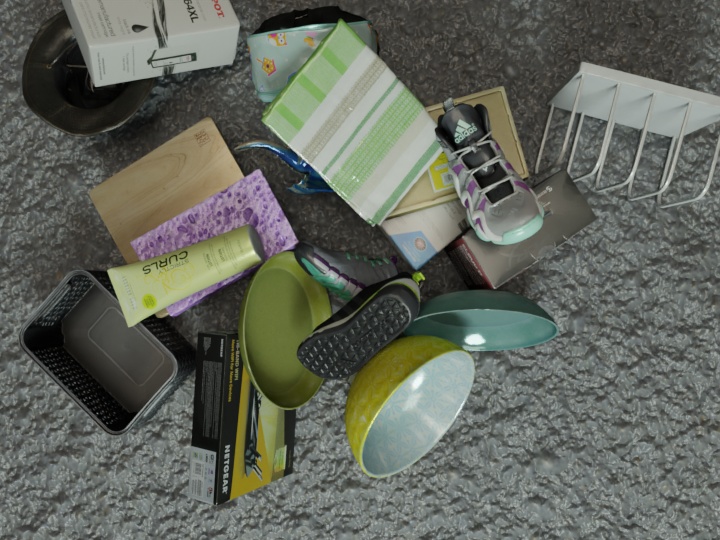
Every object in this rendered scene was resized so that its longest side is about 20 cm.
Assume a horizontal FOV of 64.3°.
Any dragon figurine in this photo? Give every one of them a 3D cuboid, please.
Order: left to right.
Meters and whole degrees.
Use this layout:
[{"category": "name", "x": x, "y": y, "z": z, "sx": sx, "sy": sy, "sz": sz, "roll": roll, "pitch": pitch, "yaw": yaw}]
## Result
[{"category": "dragon figurine", "x": -0.064, "y": -0.131, "z": 0.763, "sx": 0.197, "sy": 0.058, "sz": 0.102, "roll": -11, "pitch": 102, "yaw": -36}]

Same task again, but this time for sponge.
[{"category": "sponge", "x": -0.191, "y": -0.036, "z": 0.758, "sx": 0.198, "sy": 0.030, "sz": 0.113, "roll": -29, "pitch": 88, "yaw": 0}]

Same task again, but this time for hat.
[{"category": "hat", "x": -0.374, "y": -0.268, "z": 0.815, "sx": 0.196, "sy": 0.081, "sz": 0.205, "roll": 2, "pitch": 73, "yaw": -6}]

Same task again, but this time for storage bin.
[{"category": "storage bin", "x": -0.344, "y": 0.109, "z": 0.794, "sx": 0.200, "sy": 0.094, "sz": 0.135, "roll": 43, "pitch": 90, "yaw": 3}]

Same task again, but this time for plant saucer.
[{"category": "plant saucer", "x": -0.099, "y": 0.078, "z": 0.752, "sx": 0.031, "sy": 0.199, "sz": 0.204, "roll": -5, "pitch": 88, "yaw": 27}, {"category": "plant saucer", "x": 0.153, "y": 0.064, "z": 0.740, "sx": 0.196, "sy": 0.201, "sz": 0.037, "roll": 3, "pitch": 69, "yaw": 1}]

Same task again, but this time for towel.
[{"category": "towel", "x": -0.002, "y": -0.169, "z": 0.684, "sx": 0.199, "sy": 0.031, "sz": 0.150, "roll": 40, "pitch": 93, "yaw": -28}]

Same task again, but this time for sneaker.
[{"category": "sneaker", "x": 0.000, "y": 0.000, "z": 0.784, "sx": 0.199, "sy": 0.074, "sz": 0.088, "roll": 37, "pitch": 76, "yaw": -29}, {"category": "sneaker", "x": 0.005, "y": 0.068, "z": 0.721, "sx": 0.199, "sy": 0.083, "sz": 0.072, "roll": -33, "pitch": 105, "yaw": 29}, {"category": "sneaker", "x": 0.125, "y": -0.125, "z": 0.628, "sx": 0.077, "sy": 0.201, "sz": 0.141, "roll": -29, "pitch": 124, "yaw": 4}]

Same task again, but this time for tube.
[{"category": "tube", "x": -0.219, "y": 0.002, "z": 0.721, "sx": 0.197, "sy": 0.052, "sz": 0.059, "roll": -21, "pitch": 50, "yaw": 6}]

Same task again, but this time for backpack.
[{"category": "backpack", "x": -0.059, "y": -0.262, "z": 0.748, "sx": 0.172, "sy": 0.200, "sz": 0.157, "roll": -4, "pitch": 105, "yaw": 0}]

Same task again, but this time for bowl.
[{"category": "bowl", "x": 0.046, "y": 0.157, "z": 0.759, "sx": 0.201, "sy": 0.200, "sz": 0.107, "roll": -50, "pitch": 53, "yaw": -1}]

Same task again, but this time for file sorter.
[{"category": "file sorter", "x": 0.353, "y": -0.171, "z": 0.766, "sx": 0.196, "sy": 0.139, "sz": 0.127, "roll": 14, "pitch": 91, "yaw": 2}]

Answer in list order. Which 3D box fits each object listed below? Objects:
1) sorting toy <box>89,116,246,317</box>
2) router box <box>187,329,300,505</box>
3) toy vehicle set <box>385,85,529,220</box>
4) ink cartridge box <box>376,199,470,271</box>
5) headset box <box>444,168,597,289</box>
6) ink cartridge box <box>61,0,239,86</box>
[{"category": "sorting toy", "x": -0.239, "y": -0.071, "z": 0.810, "sx": 0.198, "sy": 0.070, "sz": 0.201, "roll": -31, "pitch": 88, "yaw": 0}, {"category": "router box", "x": -0.147, "y": 0.180, "z": 0.753, "sx": 0.051, "sy": 0.156, "sz": 0.205, "roll": 2, "pitch": 88, "yaw": 29}, {"category": "toy vehicle set", "x": 0.110, "y": -0.154, "z": 0.759, "sx": 0.196, "sy": 0.027, "sz": 0.127, "roll": -15, "pitch": 86, "yaw": 1}, {"category": "ink cartridge box", "x": 0.117, "y": -0.106, "z": 0.803, "sx": 0.199, "sy": 0.067, "sz": 0.116, "roll": -39, "pitch": 86, "yaw": 0}, {"category": "headset box", "x": 0.197, "y": -0.045, "z": 0.733, "sx": 0.147, "sy": 0.200, "sz": 0.076, "roll": -34, "pitch": 87, "yaw": 1}, {"category": "ink cartridge box", "x": -0.281, "y": -0.347, "z": 0.767, "sx": 0.197, "sy": 0.084, "sz": 0.148, "roll": -21, "pitch": 79, "yaw": -26}]
